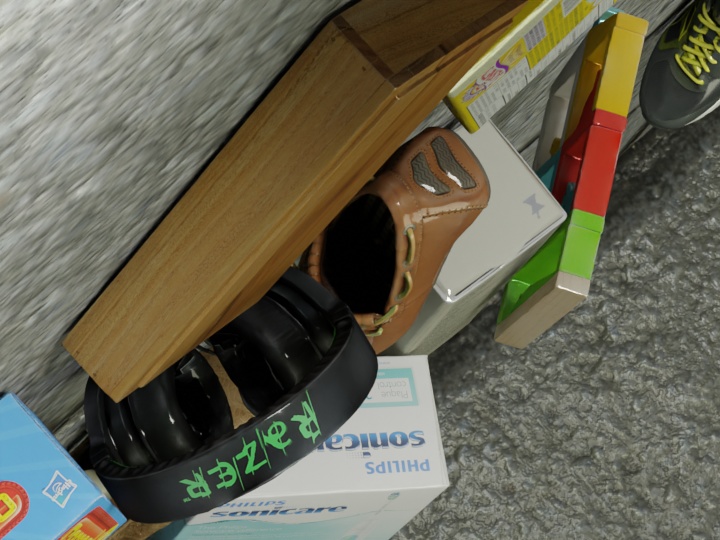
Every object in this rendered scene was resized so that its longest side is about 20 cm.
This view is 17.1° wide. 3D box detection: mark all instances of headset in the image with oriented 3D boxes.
[{"bbox_3d":[-0.051,0.058,1.022,0.123,0.094,0.200,-30,-161,1],"label":"headset"}]

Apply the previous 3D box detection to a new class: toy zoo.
[{"bbox_3d":[0.124,-0.064,1.387,0.131,0.020,0.200,131,-26,-71],"label":"toy zoo"}]

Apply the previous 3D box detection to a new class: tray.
[{"bbox_3d":[-0.026,-0.034,0.890,0.200,0.037,0.099,-45,175,40],"label":"tray"}]

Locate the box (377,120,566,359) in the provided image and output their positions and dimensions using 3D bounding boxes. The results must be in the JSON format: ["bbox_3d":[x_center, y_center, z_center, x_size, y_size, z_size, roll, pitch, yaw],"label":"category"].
[{"bbox_3d":[0.036,-0.004,1.386,0.095,0.078,0.200,-35,173,-23],"label":"box"}]

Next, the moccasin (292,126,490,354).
[{"bbox_3d":[0.001,0.001,1.229,0.078,0.074,0.201,-30,172,-29],"label":"moccasin"}]

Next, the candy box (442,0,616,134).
[{"bbox_3d":[0.076,-0.112,1.099,0.102,0.026,0.200,-40,175,3],"label":"candy box"}]

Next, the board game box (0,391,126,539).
[{"bbox_3d":[-0.192,0.144,0.996,0.196,0.056,0.200,-42,175,-7],"label":"board game box"}]

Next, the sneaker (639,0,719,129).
[{"bbox_3d":[0.282,-0.195,1.896,0.200,0.074,0.085,-54,166,21],"label":"sneaker"}]

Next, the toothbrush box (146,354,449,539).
[{"bbox_3d":[-0.054,0.124,1.413,0.146,0.085,0.200,-1,158,-21],"label":"toothbrush box"}]

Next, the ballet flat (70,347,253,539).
[{"bbox_3d":[-0.134,0.110,1.219,0.200,0.068,0.072,-40,157,10],"label":"ballet flat"}]
